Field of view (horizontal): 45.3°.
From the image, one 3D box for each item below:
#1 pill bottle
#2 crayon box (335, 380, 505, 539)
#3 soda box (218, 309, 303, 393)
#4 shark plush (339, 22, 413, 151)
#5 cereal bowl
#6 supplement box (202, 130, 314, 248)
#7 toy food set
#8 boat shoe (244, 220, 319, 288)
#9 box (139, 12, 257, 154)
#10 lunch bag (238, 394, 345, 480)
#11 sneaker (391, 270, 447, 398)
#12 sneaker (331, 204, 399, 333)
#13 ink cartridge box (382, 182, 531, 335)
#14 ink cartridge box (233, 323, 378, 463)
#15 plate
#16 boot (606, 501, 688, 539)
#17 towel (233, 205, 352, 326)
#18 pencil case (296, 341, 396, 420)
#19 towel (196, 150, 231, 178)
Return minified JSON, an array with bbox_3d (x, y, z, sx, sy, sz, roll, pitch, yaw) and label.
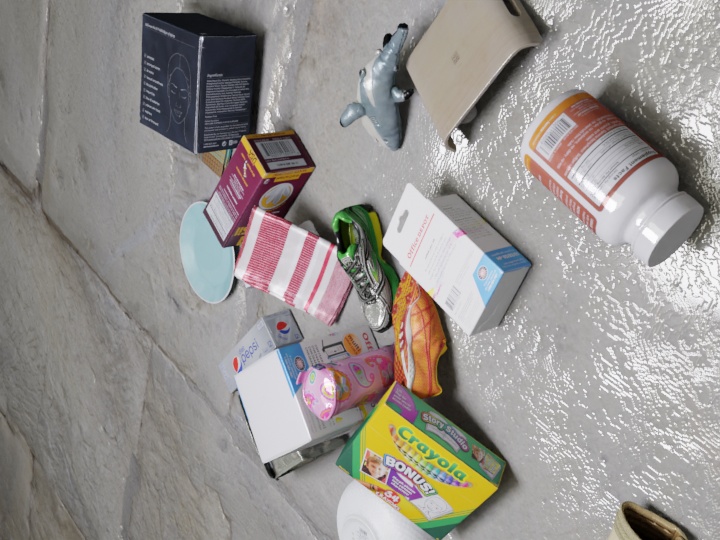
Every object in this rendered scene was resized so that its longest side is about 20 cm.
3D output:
[{"bbox_3d":[0.282,-0.103,0.973,0.201,0.111,0.113,50,132,28],"label":"pill bottle"},{"bbox_3d":[0.085,0.283,1.265,0.198,0.058,0.173,35,132,1],"label":"crayon box"},{"bbox_3d":[-0.187,0.151,1.600,0.200,0.067,0.064,-46,67,44],"label":"soda box"},{"bbox_3d":[0.046,-0.266,1.227,0.083,0.091,0.202,37,132,16],"label":"shark plush"},{"bbox_3d":[0.027,0.436,1.417,0.198,0.082,0.205,16,112,46],"label":"cereal bowl"},{"bbox_3d":[-0.178,-0.138,1.486,0.086,0.109,0.201,57,136,20],"label":"supplement box"},{"bbox_3d":[0.146,-0.276,1.136,0.200,0.059,0.146,-50,51,41],"label":"toy food set"},{"bbox_3d":[-0.137,-0.026,1.507,0.198,0.073,0.067,-27,76,37],"label":"boat shoe"},{"bbox_3d":[-0.290,-0.335,1.524,0.199,0.122,0.201,30,124,40],"label":"box"},{"bbox_3d":[-0.139,0.275,1.544,0.200,0.116,0.167,-41,69,51],"label":"lunch bag"},{"bbox_3d":[0.090,0.087,1.280,0.073,0.076,0.205,168,104,-68],"label":"sneaker"},{"bbox_3d":[0.000,0.000,1.330,0.077,0.084,0.204,-23,82,36],"label":"sneaker"},{"bbox_3d":[0.129,-0.023,1.199,0.200,0.067,0.116,47,131,30],"label":"ink cartridge box"},{"bbox_3d":[-0.068,0.193,1.376,0.144,0.198,0.150,-34,74,44],"label":"ink cartridge box"},{"bbox_3d":[-0.298,-0.037,1.713,0.198,0.025,0.205,15,111,45],"label":"plate"},{"bbox_3d":[0.362,0.393,1.033,0.200,0.072,0.158,46,133,38],"label":"boot"},{"bbox_3d":[-0.108,-0.006,1.429,0.197,0.023,0.146,27,123,3],"label":"towel"},{"bbox_3d":[0.001,0.161,1.289,0.086,0.198,0.090,10,104,45],"label":"pencil case"},{"bbox_3d":[-0.278,-0.296,1.631,0.146,0.021,0.203,42,129,34],"label":"towel"}]
